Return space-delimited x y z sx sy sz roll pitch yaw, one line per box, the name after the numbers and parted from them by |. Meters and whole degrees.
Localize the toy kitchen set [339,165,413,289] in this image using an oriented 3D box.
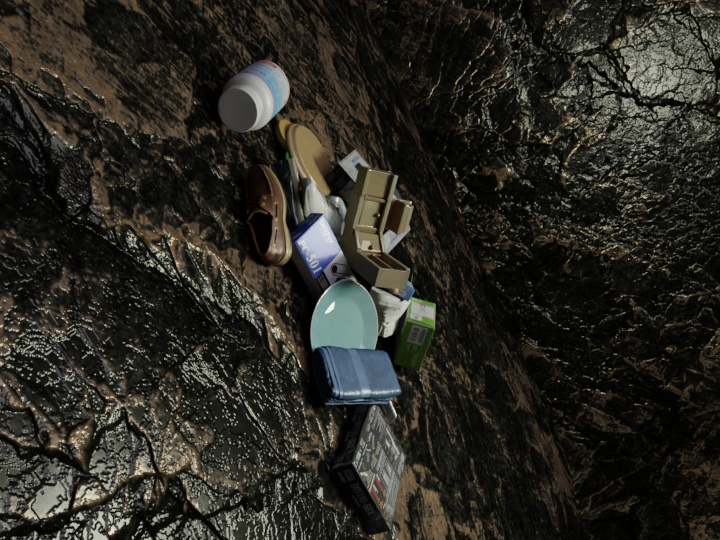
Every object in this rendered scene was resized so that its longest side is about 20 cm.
0.076 -0.088 1.197 0.159 0.205 0.180 5 18 -32 | toy kitchen set

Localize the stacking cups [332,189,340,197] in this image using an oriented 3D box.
-0.009 -0.163 1.547 0.200 0.059 0.062 45 30 -44 | stacking cups

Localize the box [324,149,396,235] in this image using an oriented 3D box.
0.016 -0.189 1.407 0.201 0.060 0.117 49 33 -5 | box

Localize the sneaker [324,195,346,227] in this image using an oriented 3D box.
-0.053 -0.107 1.386 0.200 0.074 0.083 39 58 -60 | sneaker

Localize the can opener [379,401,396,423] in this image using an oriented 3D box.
0.021 0.242 1.229 0.066 0.052 0.205 -9 77 -67 | can opener

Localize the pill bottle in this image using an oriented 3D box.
-0.218 -0.352 1.158 0.110 0.107 0.202 58 22 -22 | pill bottle

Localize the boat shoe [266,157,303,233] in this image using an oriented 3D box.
-0.150 -0.125 1.174 0.072 0.066 0.206 -176 -103 -87 | boat shoe

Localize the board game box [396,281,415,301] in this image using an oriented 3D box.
0.060 0.014 1.394 0.149 0.037 0.200 31 5 2 | board game box

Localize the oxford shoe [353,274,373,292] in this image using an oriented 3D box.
-0.037 0.034 1.307 0.071 0.072 0.199 43 10 31 | oxford shoe

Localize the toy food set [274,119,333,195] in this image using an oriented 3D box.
-0.127 -0.257 1.369 0.199 0.048 0.203 22 50 -63 | toy food set

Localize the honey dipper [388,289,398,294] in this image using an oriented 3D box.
0.000 0.000 1.271 0.197 0.039 0.038 30 10 22 | honey dipper

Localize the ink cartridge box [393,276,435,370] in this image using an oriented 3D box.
0.144 0.133 1.501 0.202 0.074 0.151 -77 -179 -56 | ink cartridge box

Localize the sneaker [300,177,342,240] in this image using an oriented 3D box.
-0.082 -0.129 1.224 0.202 0.078 0.072 76 4 -55 | sneaker

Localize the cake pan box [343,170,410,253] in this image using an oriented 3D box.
0.047 -0.144 1.541 0.200 0.051 0.188 -43 122 -41 | cake pan box

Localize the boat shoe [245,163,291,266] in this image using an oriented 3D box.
-0.180 -0.110 1.062 0.067 0.070 0.206 19 54 -65 | boat shoe

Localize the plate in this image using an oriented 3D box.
-0.036 0.122 1.162 0.197 0.025 0.207 1 89 -47 | plate

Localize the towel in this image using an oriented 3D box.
-0.010 0.206 1.118 0.197 0.048 0.114 11 51 -44 | towel

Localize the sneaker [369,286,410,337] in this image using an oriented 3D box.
0.056 0.106 1.356 0.073 0.118 0.199 29 3 24 | sneaker

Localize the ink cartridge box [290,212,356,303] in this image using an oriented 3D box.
-0.075 -0.006 1.162 0.094 0.043 0.203 -47 126 -32 | ink cartridge box

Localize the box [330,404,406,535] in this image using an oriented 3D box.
0.023 0.372 1.106 0.160 0.049 0.201 62 22 -16 | box
